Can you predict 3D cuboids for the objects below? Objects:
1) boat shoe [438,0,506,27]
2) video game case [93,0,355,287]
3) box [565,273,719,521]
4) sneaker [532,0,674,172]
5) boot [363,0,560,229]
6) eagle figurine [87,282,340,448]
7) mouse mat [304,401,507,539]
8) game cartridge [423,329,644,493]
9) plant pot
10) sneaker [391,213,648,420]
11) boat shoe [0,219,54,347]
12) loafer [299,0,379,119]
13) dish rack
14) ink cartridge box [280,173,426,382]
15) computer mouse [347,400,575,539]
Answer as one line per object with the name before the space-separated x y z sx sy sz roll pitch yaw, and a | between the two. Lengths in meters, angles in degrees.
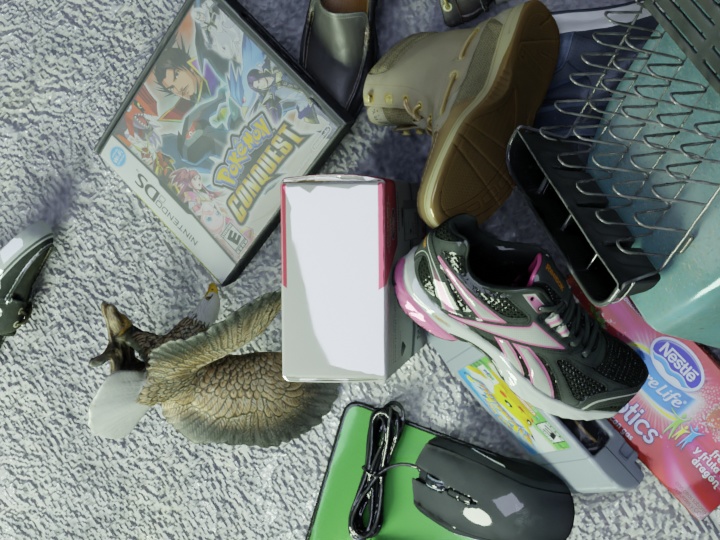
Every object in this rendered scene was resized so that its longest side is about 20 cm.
boat shoe | 0.054 -0.303 0.895 0.060 0.072 0.204 -27 89 10
video game case | -0.126 -0.118 0.953 0.181 0.025 0.201 45 118 9
box | 0.229 0.083 0.858 0.096 0.100 0.200 -45 82 12
sneaker | 0.221 -0.136 0.851 0.199 0.077 0.149 -6 81 25
boot | 0.058 -0.116 0.848 0.154 0.073 0.203 1 61 47
eagle figurine | -0.129 0.073 0.930 0.196 0.152 0.154 5 88 16
mouse mat | 0.055 0.222 0.960 0.197 0.008 0.164 19 98 12
game cartridge | 0.131 0.099 0.868 0.040 0.133 0.200 -42 86 -11
plant pot | 0.275 -0.055 0.772 0.201 0.194 0.198 -50 48 28
sneaker | 0.121 0.031 0.758 0.197 0.081 0.087 26 138 -8
boat shoe | -0.343 0.039 1.027 0.057 0.069 0.200 42 108 0
loafer | -0.019 -0.213 0.919 0.071 0.072 0.204 11 97 12
dish rack | 0.183 -0.096 0.698 0.155 0.054 0.202 63 142 35
ink cartridge box | 0.000 0.000 0.862 0.081 0.200 0.150 0 94 12
computer mouse | 0.073 0.210 0.913 0.197 0.046 0.143 21 99 24
